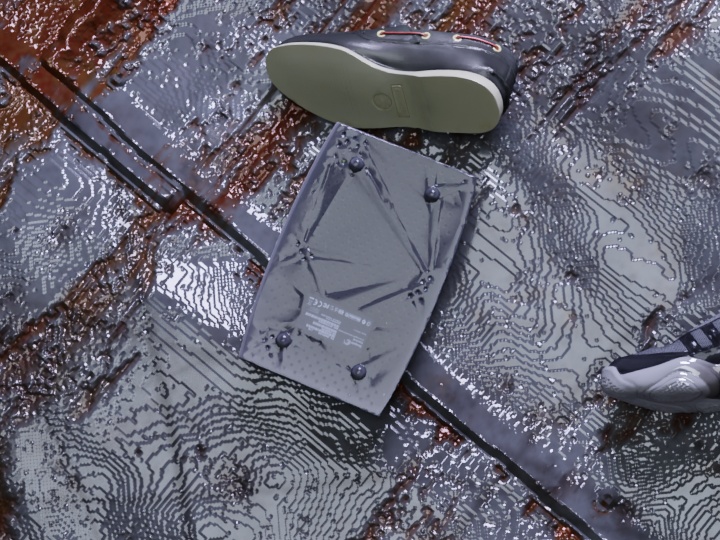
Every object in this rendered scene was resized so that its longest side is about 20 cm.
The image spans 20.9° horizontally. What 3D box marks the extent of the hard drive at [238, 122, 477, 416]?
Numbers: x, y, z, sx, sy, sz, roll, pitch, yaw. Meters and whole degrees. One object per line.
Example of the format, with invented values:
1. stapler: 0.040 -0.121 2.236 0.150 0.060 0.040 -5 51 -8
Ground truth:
1. hard drive: 0.000 0.000 1.516 0.134 0.042 0.201 22 86 10

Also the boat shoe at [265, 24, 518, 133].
1. boat shoe: 0.024 -0.154 1.527 0.200 0.074 0.063 9 45 20

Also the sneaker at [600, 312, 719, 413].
1. sneaker: 0.275 0.041 1.451 0.199 0.075 0.114 -8 69 26
